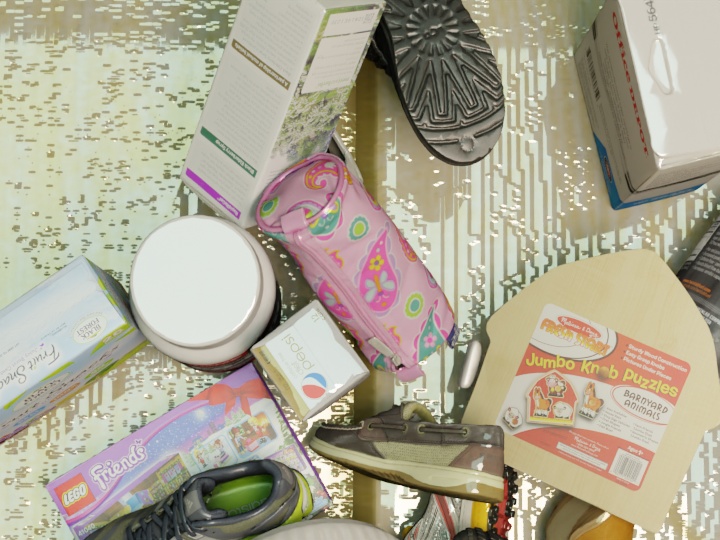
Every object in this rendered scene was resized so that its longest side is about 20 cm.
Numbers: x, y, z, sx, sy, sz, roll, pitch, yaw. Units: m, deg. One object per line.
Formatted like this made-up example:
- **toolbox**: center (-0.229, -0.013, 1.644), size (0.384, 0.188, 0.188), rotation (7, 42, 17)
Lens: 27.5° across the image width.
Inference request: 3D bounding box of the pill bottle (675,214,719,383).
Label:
- **pill bottle**: center (0.323, 0.007, 1.212), size (0.106, 0.106, 0.200), rotation (37, 85, 3)

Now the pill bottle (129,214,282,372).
- **pill bottle**: center (-0.121, 0.020, 1.155), size (0.113, 0.200, 0.115), rotation (0, 84, -1)

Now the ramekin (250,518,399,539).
- **ramekin**: center (-0.032, 0.281, 1.131), size (0.199, 0.201, 0.105), rotation (-13, 46, -3)

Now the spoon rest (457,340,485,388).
- **spoon rest**: center (0.172, 0.105, 1.231), size (0.199, 0.061, 0.100), rotation (19, 85, -12)

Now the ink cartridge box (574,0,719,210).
- **ink cartridge box**: center (0.240, -0.141, 1.180), size (0.084, 0.200, 0.147), rotation (-12, 84, -2)

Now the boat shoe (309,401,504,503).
- **boat shoe**: center (0.041, 0.138, 1.167), size (0.072, 0.200, 0.066), rotation (26, 77, -39)

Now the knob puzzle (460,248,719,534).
- **knob puzzle**: center (0.193, 0.078, 1.165), size (0.218, 0.030, 0.222), rotation (-2, 83, 13)

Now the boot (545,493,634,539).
- **boot**: center (0.208, 0.260, 1.200), size (0.144, 0.071, 0.201), rotation (44, 80, -16)

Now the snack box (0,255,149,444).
- **snack box**: center (-0.254, 0.070, 1.147), size (0.168, 0.200, 0.068), rotation (-34, 85, -4)

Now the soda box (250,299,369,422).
- **soda box**: center (-0.036, 0.072, 1.150), size (0.064, 0.200, 0.068), rotation (-36, 86, -3)

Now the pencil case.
- **pencil case**: center (0.000, 0.000, 1.161), size (0.087, 0.087, 0.200), rotation (-41, 128, -5)

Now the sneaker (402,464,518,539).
- **sneaker**: center (0.075, 0.243, 1.207), size (0.082, 0.078, 0.202), rotation (7, 87, 26)

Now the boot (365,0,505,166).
- **boot**: center (0.052, -0.167, 1.199), size (0.079, 0.158, 0.213), rotation (-18, 78, -6)

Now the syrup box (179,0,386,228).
- **syrup box**: center (-0.063, -0.138, 1.147), size (0.081, 0.079, 0.201), rotation (39, 123, 24)

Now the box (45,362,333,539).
- **box**: center (-0.140, 0.185, 1.217), size (0.199, 0.039, 0.137), rotation (-30, 86, -4)

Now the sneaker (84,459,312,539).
- **sneaker**: center (-0.137, 0.194, 1.141), size (0.199, 0.081, 0.074), rotation (-25, 62, -7)

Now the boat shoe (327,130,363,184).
- **boat shoe**: center (-0.030, -0.072, 1.232), size (0.072, 0.066, 0.201), rotation (-22, 86, -9)

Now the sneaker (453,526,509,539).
- **sneaker**: center (0.134, 0.284, 1.119), size (0.200, 0.076, 0.088), rotation (41, 95, -5)
